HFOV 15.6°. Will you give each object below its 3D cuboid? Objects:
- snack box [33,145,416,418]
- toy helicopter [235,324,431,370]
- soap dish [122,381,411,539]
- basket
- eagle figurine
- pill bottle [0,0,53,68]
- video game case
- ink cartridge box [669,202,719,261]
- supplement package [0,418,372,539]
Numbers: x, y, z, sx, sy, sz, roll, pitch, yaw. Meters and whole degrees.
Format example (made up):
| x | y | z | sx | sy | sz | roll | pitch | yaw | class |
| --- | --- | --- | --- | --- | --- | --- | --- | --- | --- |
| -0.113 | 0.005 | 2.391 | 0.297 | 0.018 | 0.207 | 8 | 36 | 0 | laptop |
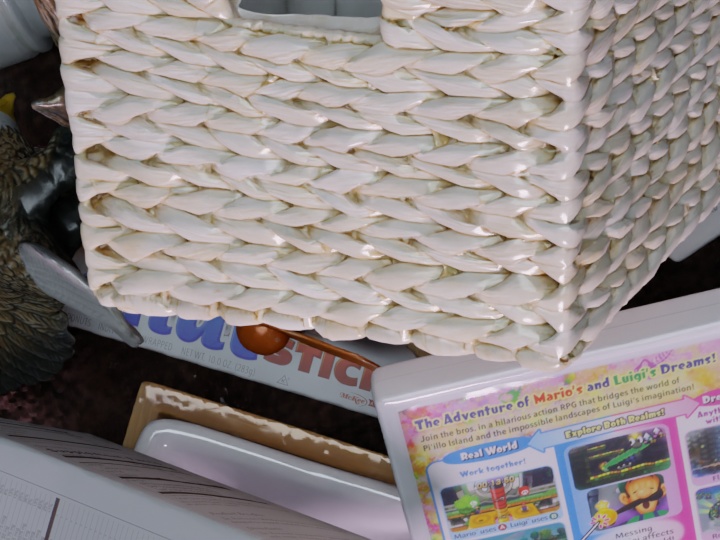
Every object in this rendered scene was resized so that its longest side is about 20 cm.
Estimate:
| x | y | z | sx | sy | sz | roll | pitch | yaw | class |
| --- | --- | --- | --- | --- | --- | --- | --- | --- | --- |
| -0.054 | 0.007 | 1.132 | 0.199 | 0.024 | 0.072 | 16 | 92 | 6 | snack box |
| 0.000 | 0.000 | 1.059 | 0.132 | 0.079 | 0.200 | -46 | 54 | 8 | toy helicopter |
| -0.042 | 0.163 | 1.107 | 0.157 | 0.081 | 0.201 | 16 | 93 | 6 | soap dish |
| 0.021 | -0.080 | 0.903 | 0.197 | 0.200 | 0.161 | 8 | 114 | 23 | basket |
| -0.167 | -0.020 | 1.067 | 0.199 | 0.151 | 0.152 | -24 | 94 | 17 | eagle figurine |
| -0.084 | -0.158 | 1.087 | 0.199 | 0.114 | 0.114 | -20 | 89 | 7 | pill bottle |
| 0.118 | 0.086 | 1.016 | 0.199 | 0.024 | 0.182 | -13 | 129 | 2 | video game case |
| 0.165 | -0.122 | 1.010 | 0.200 | 0.086 | 0.147 | -35 | 92 | 17 | ink cartridge box |
| -0.083 | 0.132 | 0.987 | 0.200 | 0.109 | 0.114 | 18 | 91 | 36 | supplement package |
